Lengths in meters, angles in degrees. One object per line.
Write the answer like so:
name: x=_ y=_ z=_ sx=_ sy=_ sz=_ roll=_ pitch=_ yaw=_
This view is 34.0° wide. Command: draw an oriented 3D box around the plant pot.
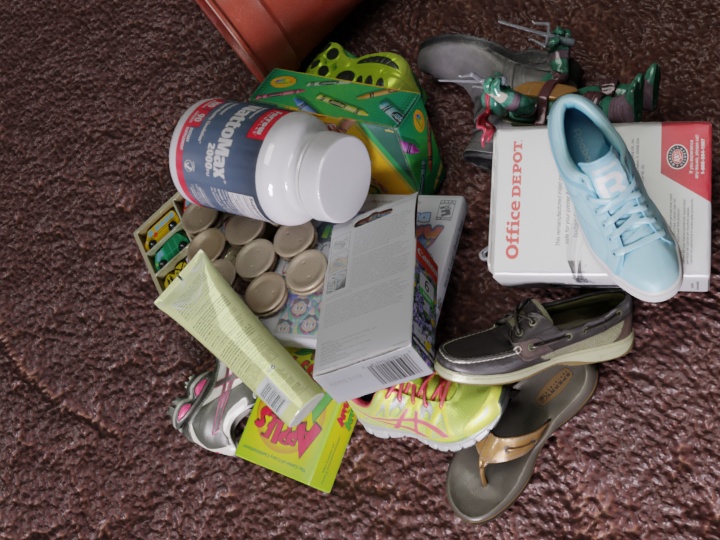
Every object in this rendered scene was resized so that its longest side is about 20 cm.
plant pot: x=-0.088 y=-0.344 z=1.388 sx=0.195 sy=0.201 sz=0.201 roll=-39 pitch=56 yaw=-1

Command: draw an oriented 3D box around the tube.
tube: x=-0.121 y=0.072 z=1.208 sx=0.200 sy=0.052 sz=0.058 roll=44 pitch=57 yaw=12

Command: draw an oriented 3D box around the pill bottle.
pill bottle: x=-0.093 y=-0.112 z=1.243 sx=0.199 sy=0.119 sz=0.120 roll=13 pitch=76 yaw=35

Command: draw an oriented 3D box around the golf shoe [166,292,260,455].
golf shoe: x=-0.126 y=0.105 z=1.295 sx=0.088 sy=0.077 sz=0.201 roll=30 pitch=88 yaw=14

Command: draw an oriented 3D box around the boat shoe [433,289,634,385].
boat shoe: x=0.162 y=0.056 z=1.100 sx=0.199 sy=0.065 sz=0.073 roll=-11 pitch=29 yaw=-16

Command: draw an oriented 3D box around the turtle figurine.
turtle figurine: x=0.188 y=-0.181 z=1.171 sx=0.199 sy=0.101 sz=0.150 roll=9 pitch=41 yaw=25

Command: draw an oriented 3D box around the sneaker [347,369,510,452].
sneaker: x=0.053 y=0.120 z=1.138 sx=0.199 sy=0.090 sz=0.078 roll=-9 pitch=46 yaw=42

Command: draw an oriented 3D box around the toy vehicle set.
toy vehicle set: x=-0.173 y=-0.058 z=1.393 sx=0.200 sy=0.026 sz=0.125 roll=-40 pitch=57 yaw=14

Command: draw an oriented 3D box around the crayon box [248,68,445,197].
crayon box: x=-0.014 y=-0.147 z=1.293 sx=0.199 sy=0.119 sz=0.058 roll=15 pitch=56 yaw=32

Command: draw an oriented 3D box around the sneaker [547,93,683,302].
sneaker: x=0.214 y=-0.065 z=1.022 sx=0.074 sy=0.082 sz=0.201 roll=-32 pitch=73 yaw=9

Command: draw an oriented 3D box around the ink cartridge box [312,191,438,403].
ink cartridge box: x=0.019 y=0.024 z=1.150 sx=0.108 sy=0.050 sz=0.201 roll=-20 pitch=41 yaw=25

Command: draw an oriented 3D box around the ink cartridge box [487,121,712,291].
ink cartridge box: x=0.226 y=-0.058 z=1.105 sx=0.198 sy=0.084 sz=0.145 roll=1 pitch=80 yaw=16

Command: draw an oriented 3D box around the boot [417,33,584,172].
boot: x=0.131 y=-0.176 z=1.264 sx=0.199 sy=0.070 sz=0.133 roll=14 pitch=79 yaw=32

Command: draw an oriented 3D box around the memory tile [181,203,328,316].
memory tile: x=-0.119 y=-0.028 z=1.290 sx=0.153 sy=0.017 sz=0.201 roll=-28 pitch=50 yaw=10

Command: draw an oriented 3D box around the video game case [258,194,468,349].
video game case: x=0.000 y=0.000 z=1.236 sx=0.199 sy=0.024 sz=0.183 roll=3 pitch=61 yaw=27

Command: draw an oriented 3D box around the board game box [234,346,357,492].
board game box: x=-0.046 y=0.121 z=1.248 sx=0.101 sy=0.048 sz=0.201 roll=15 pitch=77 yaw=32

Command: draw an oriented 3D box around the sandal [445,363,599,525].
sandal: x=0.149 y=0.151 z=1.126 sx=0.200 sy=0.055 sz=0.082 roll=-47 pitch=56 yaw=3

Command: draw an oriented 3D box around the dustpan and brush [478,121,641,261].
dustpan and brush: x=0.209 y=-0.051 z=1.187 sx=0.199 sy=0.057 sz=0.141 roll=-19 pitch=74 yaw=13

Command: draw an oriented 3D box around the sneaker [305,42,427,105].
sneaker: x=0.000 y=-0.207 z=1.346 sx=0.200 sy=0.083 sz=0.074 roll=24 pitch=78 yaw=52
